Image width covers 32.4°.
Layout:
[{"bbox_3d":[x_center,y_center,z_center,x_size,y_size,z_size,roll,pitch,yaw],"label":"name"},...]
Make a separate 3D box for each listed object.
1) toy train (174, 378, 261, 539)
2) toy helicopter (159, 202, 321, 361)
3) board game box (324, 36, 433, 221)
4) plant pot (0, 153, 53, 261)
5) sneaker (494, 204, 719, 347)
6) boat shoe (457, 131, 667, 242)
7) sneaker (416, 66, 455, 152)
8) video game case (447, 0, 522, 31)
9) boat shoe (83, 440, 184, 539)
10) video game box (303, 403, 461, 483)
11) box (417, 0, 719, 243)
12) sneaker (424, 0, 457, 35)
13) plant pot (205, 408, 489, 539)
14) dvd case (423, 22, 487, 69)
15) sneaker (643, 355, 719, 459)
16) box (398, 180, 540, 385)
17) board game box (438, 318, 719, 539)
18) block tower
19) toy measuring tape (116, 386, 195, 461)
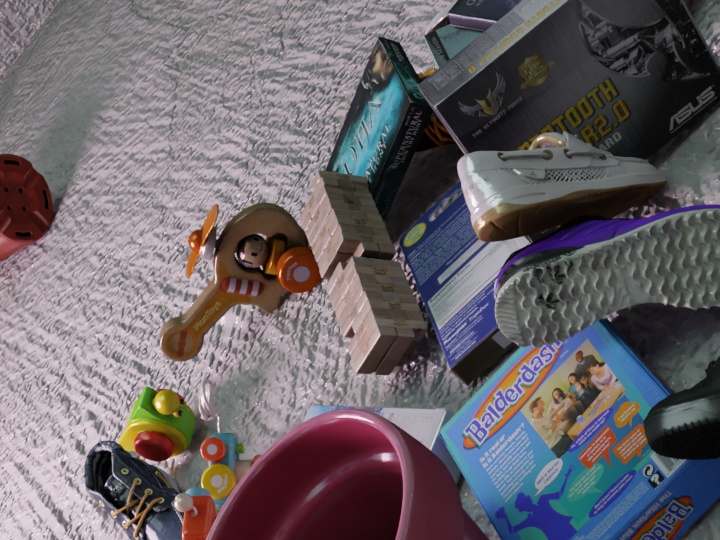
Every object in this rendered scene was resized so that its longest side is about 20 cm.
[{"bbox_3d":[-0.115,0.195,1.072,0.055,0.152,0.201,-3,39,3],"label":"toy train"},{"bbox_3d":[-0.144,0.011,1.285,0.200,0.132,0.079,-47,30,9],"label":"toy helicopter"},{"bbox_3d":[0.007,-0.110,1.220,0.136,0.028,0.202,-111,38,-52],"label":"board game box"},{"bbox_3d":[-0.617,-0.091,2.016,0.194,0.201,0.203,-16,45,34],"label":"plant pot"},{"bbox_3d":[0.187,-0.013,0.868,0.197,0.070,0.100,-13,20,7],"label":"sneaker"},{"bbox_3d":[0.150,-0.072,0.910,0.071,0.198,0.070,-39,68,43],"label":"boat shoe"},{"bbox_3d":[0.103,-0.153,1.175,0.199,0.078,0.078,-23,46,40],"label":"sneaker"},{"bbox_3d":[0.196,-0.255,1.107,0.198,0.019,0.143,17,57,37],"label":"video game case"},{"bbox_3d":[-0.207,0.231,1.181,0.071,0.091,0.200,-54,30,-4],"label":"boat shoe"},{"bbox_3d":[-0.013,0.205,0.986,0.181,0.047,0.202,-4,55,51],"label":"video game box"},{"bbox_3d":[0.167,-0.140,0.959,0.199,0.159,0.048,-37,33,5],"label":"box"},{"bbox_3d":[0.157,-0.270,1.239,0.198,0.073,0.085,-16,36,34],"label":"sneaker"},{"bbox_3d":[0.016,0.217,0.797,0.199,0.179,0.201,-35,34,28],"label":"plant pot"},{"bbox_3d":[0.166,-0.203,1.098,0.198,0.022,0.147,-22,43,5],"label":"dvd case"},{"bbox_3d":[0.255,0.038,0.731,0.197,0.060,0.105,-16,57,8],"label":"sneaker"},{"bbox_3d":[0.102,-0.007,1.061,0.121,0.032,0.201,-43,33,16],"label":"box"},{"bbox_3d":[0.148,0.123,0.847,0.152,0.045,0.200,-47,31,10],"label":"board game box"},{"bbox_3d":[0.000,0.000,1.116,0.058,0.053,0.201,-57,39,38],"label":"block tower"},{"bbox_3d":[-0.220,0.180,1.306,0.200,0.073,0.074,127,160,-50],"label":"toy measuring tape"}]
